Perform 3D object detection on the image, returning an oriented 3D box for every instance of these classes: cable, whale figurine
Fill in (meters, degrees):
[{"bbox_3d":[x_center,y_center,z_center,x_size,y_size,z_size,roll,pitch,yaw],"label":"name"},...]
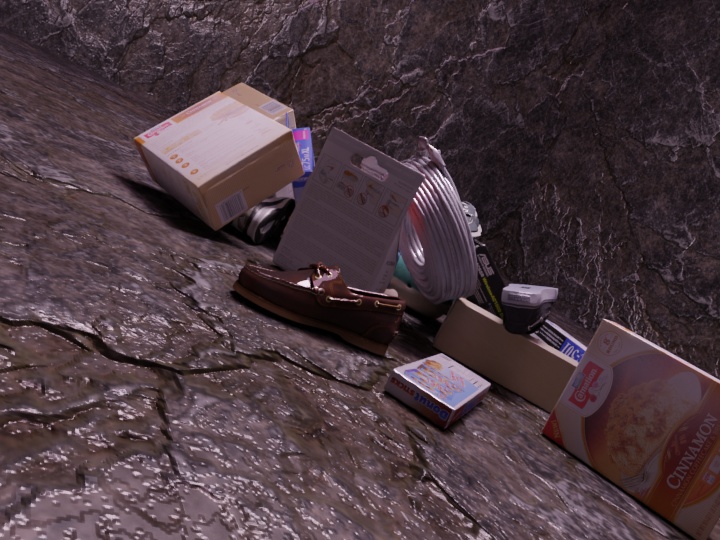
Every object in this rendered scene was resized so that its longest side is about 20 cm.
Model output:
[{"bbox_3d":[0.095,-0.053,0.936,0.201,0.068,0.203,90,-22,-66],"label":"cable"},{"bbox_3d":[0.115,0.016,1.199,0.157,0.105,0.199,30,8,18],"label":"whale figurine"}]

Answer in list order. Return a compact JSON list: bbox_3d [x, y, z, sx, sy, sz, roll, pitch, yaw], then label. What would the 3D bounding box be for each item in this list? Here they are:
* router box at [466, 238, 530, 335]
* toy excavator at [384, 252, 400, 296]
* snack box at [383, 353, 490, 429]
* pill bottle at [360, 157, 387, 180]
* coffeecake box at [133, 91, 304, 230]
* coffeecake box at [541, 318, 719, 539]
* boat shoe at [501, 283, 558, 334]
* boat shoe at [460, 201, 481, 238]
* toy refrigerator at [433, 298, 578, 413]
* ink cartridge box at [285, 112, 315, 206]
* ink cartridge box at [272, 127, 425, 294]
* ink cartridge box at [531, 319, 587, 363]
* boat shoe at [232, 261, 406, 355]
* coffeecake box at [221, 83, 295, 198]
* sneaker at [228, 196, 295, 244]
[{"bbox_3d":[0.207,0.053,1.085,0.203,0.061,0.150,62,5,-4],"label":"router box"},{"bbox_3d":[0.000,0.000,1.027,0.193,0.101,0.199,32,23,23],"label":"toy excavator"},{"bbox_3d":[0.088,0.123,0.725,0.071,0.025,0.199,32,9,19],"label":"snack box"},{"bbox_3d":[0.003,-0.112,1.265,0.110,0.203,0.111,26,7,-4],"label":"pill bottle"},{"bbox_3d":[-0.201,-0.161,0.952,0.199,0.153,0.074,34,-29,41],"label":"coffeecake box"},{"bbox_3d":[0.333,0.173,0.768,0.198,0.156,0.073,32,9,33],"label":"coffeecake box"},{"bbox_3d":[0.238,0.057,0.958,0.068,0.068,0.199,6,4,19],"label":"boat shoe"},{"bbox_3d":[0.155,-0.076,1.091,0.071,0.063,0.200,-17,3,17],"label":"boat shoe"},{"bbox_3d":[0.208,0.119,0.973,0.197,0.077,0.070,28,8,6],"label":"toy refrigerator"},{"bbox_3d":[-0.088,-0.137,1.087,0.041,0.202,0.121,-8,44,0],"label":"ink cartridge box"},{"bbox_3d":[-0.013,-0.062,0.897,0.161,0.203,0.050,31,9,27],"label":"ink cartridge box"},{"bbox_3d":[0.311,0.150,1.058,0.044,0.095,0.200,26,8,-13],"label":"ink cartridge box"},{"bbox_3d":[-0.039,0.027,0.739,0.197,0.071,0.070,22,10,-29],"label":"boat shoe"},{"bbox_3d":[-0.175,-0.202,1.199,0.073,0.203,0.153,-34,48,-28],"label":"coffeecake box"},{"bbox_3d":[-0.174,-0.105,1.077,0.114,0.077,0.200,30,11,3],"label":"sneaker"}]
